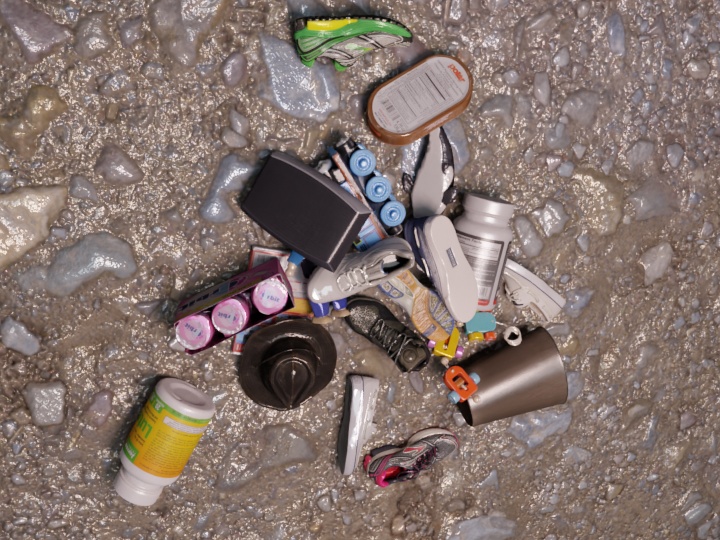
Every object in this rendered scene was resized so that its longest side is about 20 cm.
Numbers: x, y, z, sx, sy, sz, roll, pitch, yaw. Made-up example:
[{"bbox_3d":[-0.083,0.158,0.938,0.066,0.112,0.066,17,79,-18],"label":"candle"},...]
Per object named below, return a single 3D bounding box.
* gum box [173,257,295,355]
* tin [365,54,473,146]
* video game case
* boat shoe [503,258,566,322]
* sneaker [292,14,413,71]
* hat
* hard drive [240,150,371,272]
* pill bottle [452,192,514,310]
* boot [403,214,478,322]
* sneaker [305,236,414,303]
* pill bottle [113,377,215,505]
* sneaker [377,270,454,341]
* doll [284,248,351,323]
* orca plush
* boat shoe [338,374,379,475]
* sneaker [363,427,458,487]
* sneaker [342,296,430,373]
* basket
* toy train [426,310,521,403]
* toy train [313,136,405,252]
[{"bbox_3d":[-0.214,0.060,1.168,0.199,0.114,0.066,-25,107,-1],"label":"gum box"},{"bbox_3d":[0.102,-0.292,1.195,0.199,0.042,0.112,-32,82,-8],"label":"tin"},{"bbox_3d":[-0.144,0.062,1.259,0.142,0.017,0.201,9,103,-21],"label":"video game case"},{"bbox_3d":[0.324,0.040,1.386,0.200,0.071,0.070,34,90,-31],"label":"boat shoe"},{"bbox_3d":[-0.011,-0.376,1.151,0.199,0.078,0.086,-5,114,-8],"label":"sneaker"},{"bbox_3d":[-0.124,0.190,1.253,0.199,0.081,0.202,-8,120,-13],"label":"hat"},{"bbox_3d":[-0.096,-0.101,1.156,0.199,0.042,0.135,34,96,13],"label":"hard drive"},{"bbox_3d":[0.217,-0.036,1.298,0.115,0.116,0.201,8,103,-20],"label":"pill bottle"},{"bbox_3d":[0.142,-0.005,1.245,0.072,0.090,0.201,-25,105,-29],"label":"boot"},{"bbox_3d":[0.000,0.000,1.174,0.199,0.087,0.075,-26,104,-5],"label":"sneaker"},{"bbox_3d":[-0.345,0.299,1.211,0.111,0.111,0.201,28,96,-23],"label":"pill bottle"},{"bbox_3d":[0.097,0.046,1.294,0.075,0.088,0.200,-43,107,-1],"label":"sneaker"},{"bbox_3d":[-0.074,-0.010,1.222,0.136,0.048,0.201,-18,104,-30],"label":"doll"},{"bbox_3d":[0.134,-0.179,1.272,0.105,0.071,0.201,-3,100,29],"label":"orca plush"},{"bbox_3d":[0.002,0.301,1.348,0.066,0.074,0.201,4,104,-17],"label":"boat shoe"},{"bbox_3d":[0.110,0.385,1.410,0.199,0.075,0.081,-19,111,-13],"label":"sneaker"},{"bbox_3d":[0.056,0.121,1.294,0.199,0.114,0.076,40,89,-22],"label":"sneaker"},{"bbox_3d":[0.291,0.225,1.395,0.199,0.136,0.181,-20,123,-7],"label":"basket"},{"bbox_3d":[0.210,0.160,1.347,0.150,0.056,0.200,45,66,10],"label":"toy train"},{"bbox_3d":[-0.004,-0.130,1.215,0.114,0.087,0.201,-33,114,0],"label":"toy train"}]
